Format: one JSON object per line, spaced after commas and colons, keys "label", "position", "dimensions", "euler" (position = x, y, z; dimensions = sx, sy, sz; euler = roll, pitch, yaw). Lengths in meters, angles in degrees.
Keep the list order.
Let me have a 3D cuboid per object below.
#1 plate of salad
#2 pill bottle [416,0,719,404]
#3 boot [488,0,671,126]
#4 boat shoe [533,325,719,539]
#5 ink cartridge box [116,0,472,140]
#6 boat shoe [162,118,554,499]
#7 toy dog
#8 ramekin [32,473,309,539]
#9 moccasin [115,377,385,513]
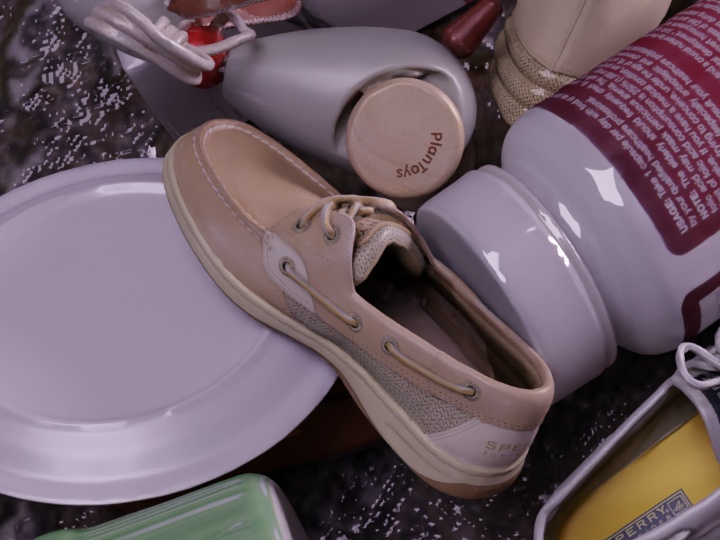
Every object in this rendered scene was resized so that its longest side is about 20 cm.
{"label": "plate of salad", "position": [-0.099, 0.027, 0.991], "dimensions": [0.198, 0.048, 0.201], "euler": [-4, 44, 4]}
{"label": "pill bottle", "position": [0.130, -0.038, 0.971], "dimensions": [0.199, 0.114, 0.114], "euler": [-33, 59, -12]}
{"label": "boot", "position": [0.119, -0.149, 1.061], "dimensions": [0.072, 0.200, 0.156], "euler": [23, 117, 5]}
{"label": "boat shoe", "position": [0.149, 0.057, 0.957], "dimensions": [0.201, 0.086, 0.075], "euler": [-36, 60, 2]}
{"label": "ink cartridge box", "position": [-0.033, -0.172, 1.130], "dimensions": [0.199, 0.083, 0.147], "euler": [-27, 61, 7]}
{"label": "boat shoe", "position": [0.000, 0.000, 0.943], "dimensions": [0.072, 0.065, 0.200], "euler": [-22, 59, -41]}
{"label": "toy dog", "position": [-0.021, -0.103, 1.003], "dimensions": [0.097, 0.199, 0.132], "euler": [-61, 18, 0]}
{"label": "ramekin", "position": [-0.045, 0.177, 0.916], "dimensions": [0.097, 0.200, 0.201], "euler": [-24, 60, 0]}
{"label": "moccasin", "position": [-0.034, 0.039, 1.034], "dimensions": [0.200, 0.078, 0.074], "euler": [-16, 40, 15]}
